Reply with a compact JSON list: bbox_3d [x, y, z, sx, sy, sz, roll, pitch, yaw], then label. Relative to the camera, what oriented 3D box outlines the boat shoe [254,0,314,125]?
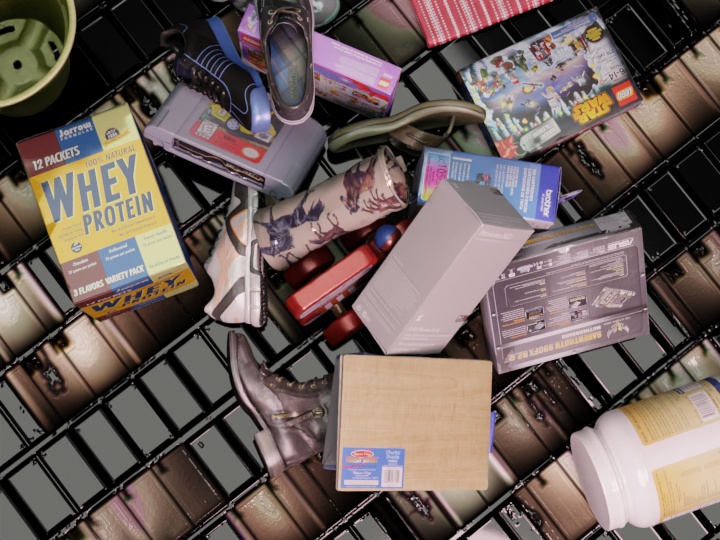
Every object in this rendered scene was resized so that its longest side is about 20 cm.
[{"bbox_3d":[-0.087,-0.270,1.606,0.070,0.066,0.201,-2,83,-3],"label":"boat shoe"}]

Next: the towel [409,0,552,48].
[{"bbox_3d":[0.153,-0.385,1.794,0.199,0.022,0.145,-22,86,-3],"label":"towel"}]

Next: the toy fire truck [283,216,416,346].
[{"bbox_3d":[0.000,0.000,1.659,0.200,0.168,0.112,-34,85,-6],"label":"toy fire truck"}]

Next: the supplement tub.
[{"bbox_3d":[0.364,0.219,1.656,0.199,0.144,0.145,-18,83,-5],"label":"supplement tub"}]

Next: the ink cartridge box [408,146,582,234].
[{"bbox_3d":[0.164,-0.089,1.694,0.199,0.136,0.077,10,83,-1],"label":"ink cartridge box"}]

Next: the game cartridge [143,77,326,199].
[{"bbox_3d":[-0.149,-0.172,1.713,0.199,0.041,0.133,23,46,4],"label":"game cartridge"}]

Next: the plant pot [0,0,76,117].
[{"bbox_3d":[-0.427,-0.268,1.671,0.200,0.184,0.201,0,81,-2],"label":"plant pot"}]

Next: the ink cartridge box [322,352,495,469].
[{"bbox_3d":[0.065,0.178,1.652,0.199,0.076,0.137,12,81,-30],"label":"ink cartridge box"}]

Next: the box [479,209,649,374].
[{"bbox_3d":[0.245,0.027,1.683,0.199,0.048,0.159,-15,123,-4],"label":"box"}]

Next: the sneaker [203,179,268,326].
[{"bbox_3d":[-0.155,-0.032,1.706,0.080,0.074,0.201,-1,78,7],"label":"sneaker"}]

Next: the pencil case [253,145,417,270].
[{"bbox_3d":[-0.035,-0.072,1.629,0.200,0.089,0.078,-26,87,20],"label":"pencil case"}]

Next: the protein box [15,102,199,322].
[{"bbox_3d":[-0.291,-0.062,1.639,0.135,0.200,0.199,-21,83,-5],"label":"protein box"}]

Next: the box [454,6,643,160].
[{"bbox_3d":[0.238,-0.230,1.766,0.200,0.040,0.137,-26,85,-6],"label":"box"}]

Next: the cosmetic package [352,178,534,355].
[{"bbox_3d":[0.093,-0.002,1.589,0.200,0.107,0.090,-53,56,28],"label":"cosmetic package"}]

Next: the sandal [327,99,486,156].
[{"bbox_3d":[0.060,-0.166,1.732,0.200,0.080,0.058,-14,80,7],"label":"sandal"}]

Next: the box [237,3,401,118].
[{"bbox_3d":[-0.051,-0.251,1.708,0.199,0.137,0.039,23,82,0],"label":"box"}]

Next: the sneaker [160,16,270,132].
[{"bbox_3d":[-0.177,-0.232,1.691,0.078,0.070,0.200,-16,50,-23],"label":"sneaker"}]

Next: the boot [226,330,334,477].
[{"bbox_3d":[-0.061,0.143,1.696,0.174,0.069,0.201,-21,87,-11],"label":"boot"}]

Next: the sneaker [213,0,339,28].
[{"bbox_3d":[-0.122,-0.360,1.717,0.199,0.140,0.078,14,81,0],"label":"sneaker"}]

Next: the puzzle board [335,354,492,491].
[{"bbox_3d":[0.061,0.174,1.589,0.199,0.017,0.151,4,86,-28],"label":"puzzle board"}]
